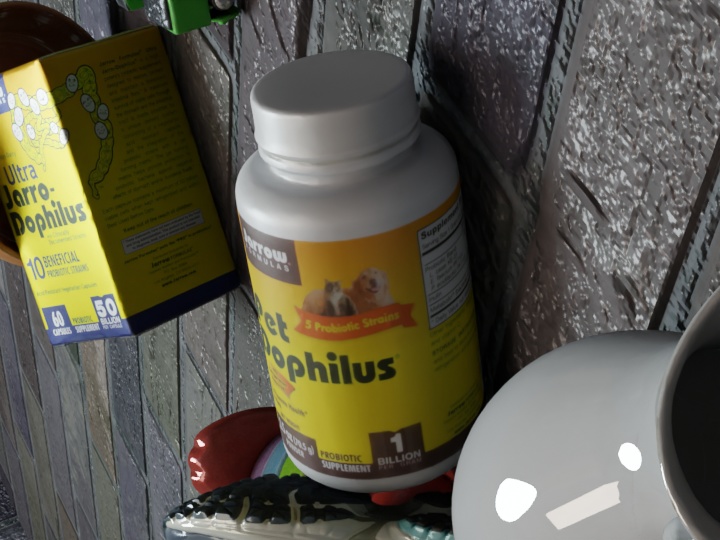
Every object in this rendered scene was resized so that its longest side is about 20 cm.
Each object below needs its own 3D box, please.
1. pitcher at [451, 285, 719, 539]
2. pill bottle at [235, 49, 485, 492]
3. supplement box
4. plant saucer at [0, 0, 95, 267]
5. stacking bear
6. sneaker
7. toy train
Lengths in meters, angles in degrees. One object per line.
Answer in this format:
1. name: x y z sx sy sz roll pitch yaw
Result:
1. pitcher: 0.093 0.093 0.546 0.121 0.172 0.200 39 155 -1
2. pill bottle: 0.000 0.000 0.768 0.109 0.108 0.202 38 143 54
3. supplement box: -0.186 -0.060 1.135 0.108 0.109 0.202 -9 102 46
4. plant saucer: -0.250 -0.101 1.187 0.032 0.200 0.203 -11 101 38
5. stacking bear: 0.005 0.138 0.889 0.199 0.113 0.123 -1 108 57
6. sneaker: -0.008 0.155 0.776 0.078 0.197 0.088 -20 -67 -70
7. toy train: -0.137 -0.191 1.007 0.200 0.056 0.042 37 142 54
